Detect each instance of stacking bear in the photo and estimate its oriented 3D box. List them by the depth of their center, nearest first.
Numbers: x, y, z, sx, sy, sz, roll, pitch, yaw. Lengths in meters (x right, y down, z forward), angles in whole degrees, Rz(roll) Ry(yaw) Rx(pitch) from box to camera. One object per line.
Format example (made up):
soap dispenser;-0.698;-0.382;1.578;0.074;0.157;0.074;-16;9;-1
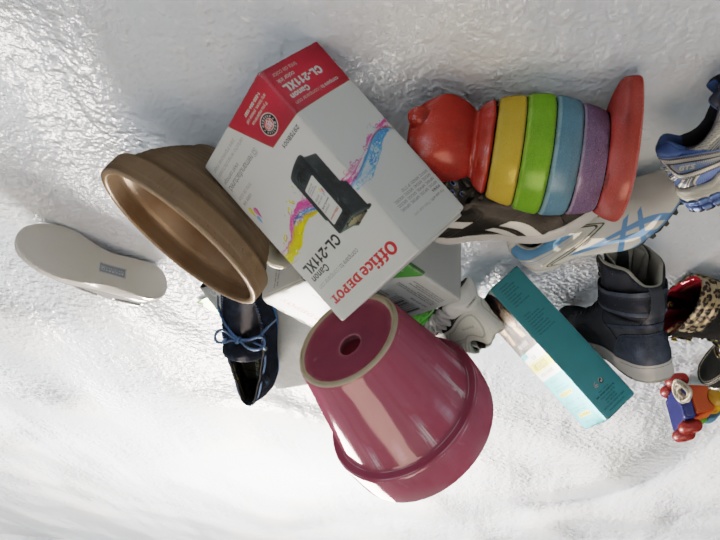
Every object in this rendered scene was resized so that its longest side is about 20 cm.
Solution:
stacking bear;0.139;-0.111;0.711;0.197;0.115;0.122;8;150;7

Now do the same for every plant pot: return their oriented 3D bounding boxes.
plant pot;-0.162;-0.064;0.822;0.200;0.093;0.201;33;161;13
plant pot;0.030;0.131;0.907;0.198;0.201;0.180;-14;131;31

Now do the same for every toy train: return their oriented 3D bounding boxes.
toy train;0.502;0.181;1.128;0.114;0.086;0.200;-13;156;10

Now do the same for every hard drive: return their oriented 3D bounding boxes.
hard drive;-0.109;0.074;1.074;0.138;0.033;0.201;-14;122;32

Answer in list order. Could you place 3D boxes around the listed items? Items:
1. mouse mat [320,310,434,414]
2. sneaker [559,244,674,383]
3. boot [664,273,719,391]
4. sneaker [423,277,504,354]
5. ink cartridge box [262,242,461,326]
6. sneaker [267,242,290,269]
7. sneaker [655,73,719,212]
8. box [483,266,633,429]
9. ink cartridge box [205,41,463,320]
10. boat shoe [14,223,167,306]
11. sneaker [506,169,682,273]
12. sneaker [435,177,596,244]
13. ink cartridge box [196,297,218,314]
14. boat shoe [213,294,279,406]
mouse mat;0.025;0.112;1.068;0.199;0.008;0.162;-35;156;-19
sneaker;0.295;0.031;0.947;0.076;0.148;0.202;-16;-163;-17
boot;0.441;0.077;0.989;0.149;0.074;0.201;11;145;-9
sneaker;0.125;0.076;1.008;0.081;0.075;0.200;40;166;5
ink cartridge box;0.000;0.000;0.940;0.199;0.084;0.146;-22;140;38
sneaker;-0.046;-0.067;0.846;0.078;0.080;0.200;20;145;-20
sneaker;0.332;-0.135;0.652;0.085;0.077;0.200;46;121;-3
box;0.231;0.094;0.957;0.200;0.049;0.082;49;165;12
ink cartridge box;-0.027;-0.076;0.719;0.200;0.083;0.146;48;139;2
boat shoe;-0.355;-0.001;1.036;0.198;0.073;0.068;16;150;-33
sneaker;0.237;-0.055;0.817;0.199;0.072;0.072;-25;130;37
sneaker;0.135;-0.080;0.788;0.198;0.074;0.112;-9;147;28
ink cartridge box;-0.123;0.087;1.149;0.145;0.048;0.199;-21;141;38
boat shoe;-0.143;0.097;1.036;0.083;0.069;0.202;3;128;21
